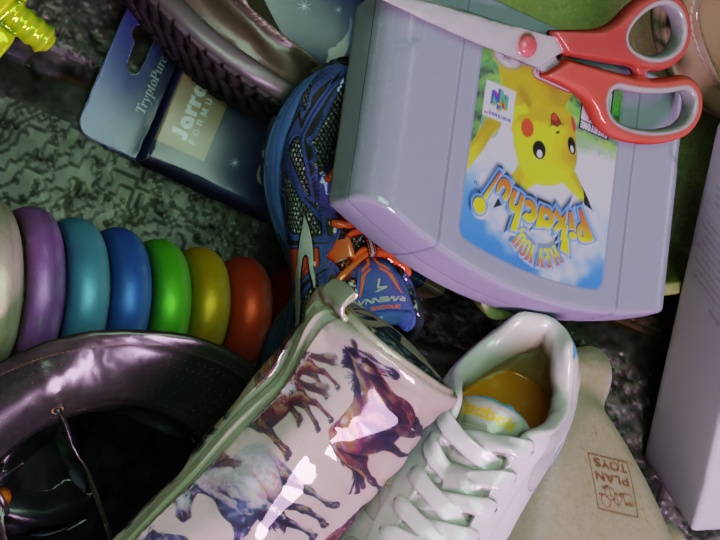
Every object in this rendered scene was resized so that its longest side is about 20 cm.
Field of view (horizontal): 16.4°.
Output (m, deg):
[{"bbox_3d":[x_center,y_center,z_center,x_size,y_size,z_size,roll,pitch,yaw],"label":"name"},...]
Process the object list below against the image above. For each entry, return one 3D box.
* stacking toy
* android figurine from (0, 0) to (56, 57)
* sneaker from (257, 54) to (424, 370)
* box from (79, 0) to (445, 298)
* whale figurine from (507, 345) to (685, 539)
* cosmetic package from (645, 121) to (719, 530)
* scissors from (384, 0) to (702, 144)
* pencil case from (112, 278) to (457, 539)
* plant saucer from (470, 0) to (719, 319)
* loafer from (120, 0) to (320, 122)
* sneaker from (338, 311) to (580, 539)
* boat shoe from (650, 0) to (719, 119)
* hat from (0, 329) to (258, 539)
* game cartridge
[{"bbox_3d":[-0.094,0.014,1.195,0.200,0.085,0.085,4,86,-23],"label":"stacking toy"},{"bbox_3d":[-0.231,-0.146,1.128,0.200,0.041,0.182,41,92,-16],"label":"android figurine"},{"bbox_3d":[0.000,0.000,1.154,0.075,0.078,0.200,-6,104,-27],"label":"sneaker"},{"bbox_3d":[-0.027,-0.081,1.242,0.200,0.032,0.121,24,80,-14],"label":"box"},{"bbox_3d":[0.091,0.132,1.242,0.159,0.104,0.200,14,59,-38],"label":"whale figurine"},{"bbox_3d":[0.216,0.027,1.241,0.101,0.071,0.200,-1,120,-18],"label":"cosmetic package"},{"bbox_3d":[0.084,-0.094,1.143,0.200,0.014,0.073,-3,97,-38],"label":"scissors"},{"bbox_3d":[-0.045,0.095,1.091,0.200,0.078,0.089,-49,135,11],"label":"pencil case"},{"bbox_3d":[0.102,-0.081,1.246,0.200,0.048,0.200,-7,88,-42],"label":"plant saucer"},{"bbox_3d":[-0.086,-0.152,1.182,0.200,0.073,0.071,44,80,6],"label":"loafer"},{"bbox_3d":[0.038,0.099,1.123,0.076,0.081,0.200,26,49,6],"label":"sneaker"},{"bbox_3d":[0.216,-0.092,1.257,0.071,0.065,0.200,-55,132,-6],"label":"boat shoe"},{"bbox_3d":[-0.125,0.101,1.166,0.200,0.081,0.201,-4,111,-10],"label":"hat"},{"bbox_3d":[0.074,-0.049,1.162,0.200,0.040,0.133,19,75,-38],"label":"game cartridge"}]
